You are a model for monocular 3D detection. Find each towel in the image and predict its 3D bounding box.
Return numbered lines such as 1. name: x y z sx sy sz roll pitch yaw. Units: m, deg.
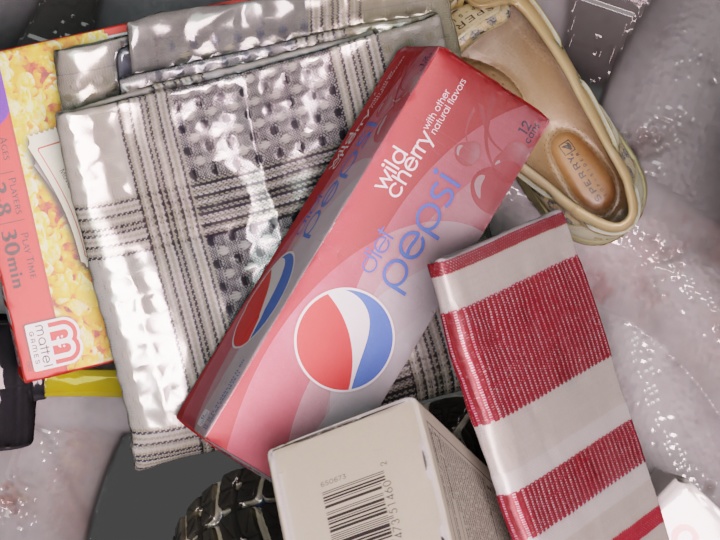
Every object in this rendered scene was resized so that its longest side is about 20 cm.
1. towel: -0.033 -0.027 1.303 0.192 0.035 0.201 -13 95 -10
2. towel: 0.086 0.081 1.249 0.023 0.144 0.201 -17 92 26

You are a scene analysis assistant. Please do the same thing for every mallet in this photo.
1. mallet: -0.100 0.064 1.372 0.199 0.041 0.066 8 98 3

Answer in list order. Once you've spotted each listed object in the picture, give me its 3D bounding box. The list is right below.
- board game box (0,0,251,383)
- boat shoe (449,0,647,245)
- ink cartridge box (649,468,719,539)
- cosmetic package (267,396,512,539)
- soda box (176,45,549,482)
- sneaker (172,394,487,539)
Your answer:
1. board game box: -0.078 -0.045 1.335 0.199 0.046 0.152 -14 95 -10
2. boat shoe: 0.068 -0.098 1.368 0.073 0.063 0.200 -43 90 1
3. ink cartridge box: 0.130 0.215 1.361 0.145 0.084 0.200 44 89 -1
4. cosmetic package: 0.039 0.142 1.234 0.073 0.200 0.104 -20 60 14
5. soda box: 0.000 0.000 1.265 0.063 0.070 0.201 31 86 -15
6. sneaker: 0.000 0.129 1.359 0.199 0.089 0.079 -20 54 20
